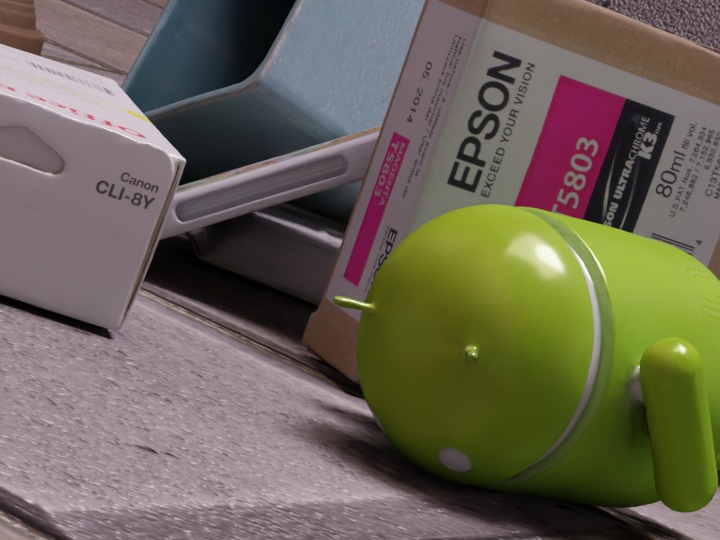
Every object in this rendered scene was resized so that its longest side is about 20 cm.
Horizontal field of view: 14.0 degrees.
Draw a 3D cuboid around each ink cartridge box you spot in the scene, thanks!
[{"bbox_3d":[0.086,-0.026,1.357,0.164,0.201,0.075,17,7,-23],"label":"ink cartridge box"},{"bbox_3d":[-0.171,-0.052,1.293,0.144,0.084,0.200,18,7,-16],"label":"ink cartridge box"}]

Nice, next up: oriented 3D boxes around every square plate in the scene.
[{"bbox_3d":[0.000,0.000,1.624,0.199,0.029,0.198,20,8,-9],"label":"square plate"}]

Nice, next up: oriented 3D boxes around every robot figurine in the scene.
[{"bbox_3d":[0.080,0.036,1.212,0.175,0.116,0.199,18,4,42],"label":"robot figurine"}]

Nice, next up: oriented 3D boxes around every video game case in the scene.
[{"bbox_3d":[-0.031,-0.049,1.487,0.181,0.022,0.200,-16,3,11],"label":"video game case"}]

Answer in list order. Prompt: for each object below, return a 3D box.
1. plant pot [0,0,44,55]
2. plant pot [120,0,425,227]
[{"bbox_3d":[-0.320,-0.227,2.176,0.200,0.093,0.201,21,8,-3],"label":"plant pot"},{"bbox_3d":[0.004,-0.113,1.714,0.200,0.196,0.196,38,-24,-23],"label":"plant pot"}]
